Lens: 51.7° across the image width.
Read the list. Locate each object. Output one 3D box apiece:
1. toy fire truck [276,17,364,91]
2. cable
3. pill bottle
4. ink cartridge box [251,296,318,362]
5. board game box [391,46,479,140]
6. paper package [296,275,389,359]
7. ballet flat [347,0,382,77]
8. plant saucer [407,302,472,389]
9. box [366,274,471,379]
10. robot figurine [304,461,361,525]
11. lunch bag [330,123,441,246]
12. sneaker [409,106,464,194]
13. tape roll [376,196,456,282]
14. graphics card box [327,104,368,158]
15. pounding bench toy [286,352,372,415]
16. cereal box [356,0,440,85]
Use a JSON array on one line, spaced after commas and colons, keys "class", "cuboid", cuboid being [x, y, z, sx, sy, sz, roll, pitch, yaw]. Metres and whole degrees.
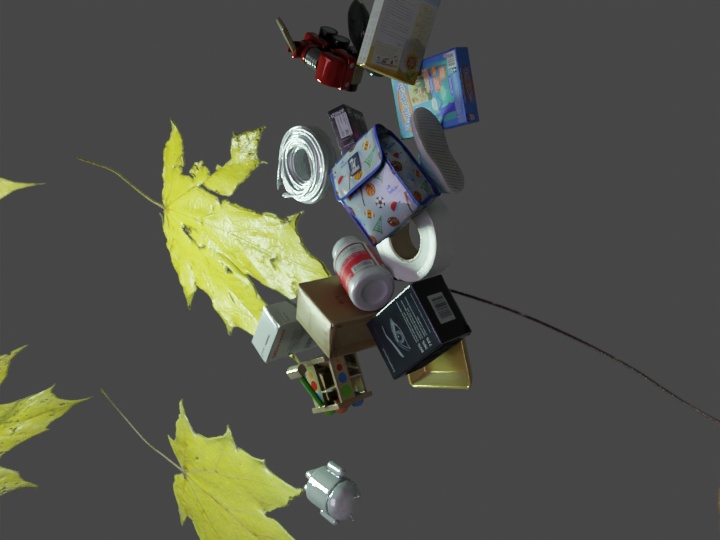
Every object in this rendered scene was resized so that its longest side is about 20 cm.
[{"class": "toy fire truck", "cuboid": [-0.104, -0.506, 1.729, 0.176, 0.198, 0.130, 44, 131, 32]}, {"class": "cable", "cuboid": [-0.137, -0.276, 1.940, 0.198, 0.069, 0.204, 24, 118, 42]}, {"class": "pill bottle", "cuboid": [0.000, 0.000, 1.795, 0.201, 0.110, 0.114, -123, 38, -54]}, {"class": "ink cartridge box", "cuboid": [-0.180, 0.150, 2.014, 0.084, 0.198, 0.147, 48, 133, 29]}, {"class": "board game box", "cuboid": [0.155, -0.373, 1.585, 0.198, 0.045, 0.155, -3, 100, 49]}, {"class": "paper package", "cuboid": [-0.039, 0.106, 1.823, 0.200, 0.188, 0.105, 42, 135, 47]}, {"class": "ballet flat", "cuboid": [0.017, -0.530, 1.706, 0.066, 0.056, 0.203, -34, 68, 47]}, {"class": "plant saucer", "cuboid": [0.177, 0.168, 1.719, 0.198, 0.048, 0.204, -8, 94, 49]}, {"class": "box", "cuboid": [0.126, 0.128, 1.651, 0.200, 0.103, 0.150, -43, 69, 47]}, {"class": "robot figurine", "cuboid": [-0.076, 0.630, 2.104, 0.198, 0.112, 0.173, 17, 107, 45]}, {"class": "lunch bag", "cuboid": [0.040, -0.184, 1.584, 0.169, 0.123, 0.202, -38, 85, 38]}, {"class": "sneaker", "cuboid": [0.143, -0.247, 1.578, 0.081, 0.074, 0.202, 0, 123, 54]}, {"class": "tape roll", "cuboid": [0.122, -0.078, 1.692, 0.201, 0.070, 0.206, 18, 114, 45]}, {"class": "graphics card box", "cuboid": [-0.005, -0.278, 1.737, 0.050, 0.125, 0.203, -22, 83, 21]}, {"class": "pounding bench toy", "cuboid": [-0.091, 0.305, 1.957, 0.123, 0.198, 0.159, -20, 85, 49]}, {"class": "cereal box", "cuboid": [0.082, -0.498, 1.519, 0.039, 0.142, 0.203, 28, 104, 49]}]
